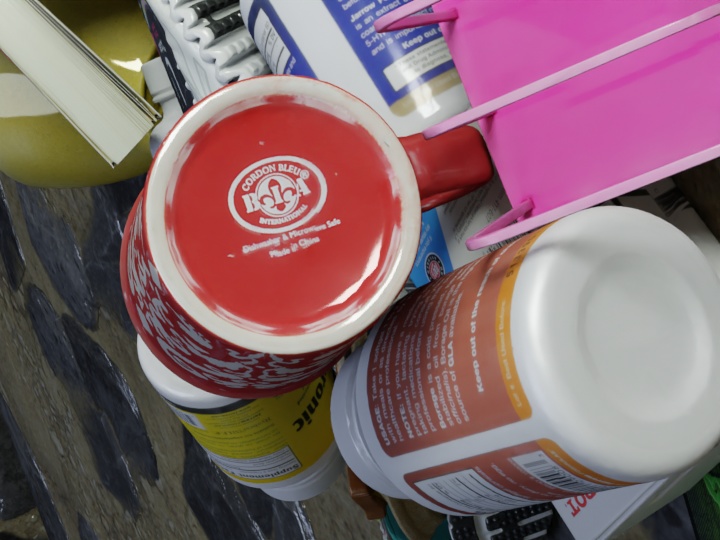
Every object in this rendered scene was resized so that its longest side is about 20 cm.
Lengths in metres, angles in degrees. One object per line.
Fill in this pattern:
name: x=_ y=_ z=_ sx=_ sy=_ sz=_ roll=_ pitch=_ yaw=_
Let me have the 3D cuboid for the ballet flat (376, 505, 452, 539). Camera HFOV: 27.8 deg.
ballet flat: x=0.076 y=0.218 z=1.049 sx=0.200 sy=0.075 sz=0.064 roll=35 pitch=150 yaw=54

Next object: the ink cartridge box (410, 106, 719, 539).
ink cartridge box: x=0.117 y=0.021 z=0.755 sx=0.201 sy=0.084 sz=0.146 roll=58 pitch=151 yaw=19

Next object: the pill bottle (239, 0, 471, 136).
pill bottle: x=0.001 y=-0.142 z=0.815 sx=0.201 sy=0.119 sz=0.120 roll=59 pitch=155 yaw=17

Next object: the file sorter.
file sorter: x=0.077 y=-0.126 z=0.587 sx=0.138 sy=0.125 sz=0.202 roll=-21 pitch=93 yaw=23

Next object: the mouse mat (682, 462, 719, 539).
mouse mat: x=0.231 y=0.174 z=0.757 sx=0.161 sy=0.007 sz=0.202 roll=6 pitch=116 yaw=64

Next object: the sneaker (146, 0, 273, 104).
sneaker: x=-0.074 y=-0.102 z=0.870 sx=0.081 sy=0.075 sz=0.201 roll=-41 pitch=84 yaw=35

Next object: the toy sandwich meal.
toy sandwich meal: x=0.008 y=0.096 z=0.985 sx=0.205 sy=0.069 sz=0.208 roll=-13 pitch=-90 yaw=-77

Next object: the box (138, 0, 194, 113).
box: x=-0.071 y=-0.132 z=0.965 sx=0.122 sy=0.105 sz=0.202 roll=-171 pitch=59 yaw=-80

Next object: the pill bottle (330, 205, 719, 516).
pill bottle: x=0.067 y=0.050 z=0.655 sx=0.200 sy=0.111 sz=0.113 roll=-27 pitch=87 yaw=59

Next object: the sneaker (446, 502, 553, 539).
sneaker: x=0.078 y=0.105 z=0.962 sx=0.080 sy=0.073 sz=0.202 roll=-115 pitch=12 yaw=-65

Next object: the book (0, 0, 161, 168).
book: x=-0.233 y=-0.157 z=1.023 sx=0.200 sy=0.048 sz=0.134 roll=45 pitch=173 yaw=-11

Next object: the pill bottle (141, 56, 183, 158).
pill bottle: x=-0.092 y=-0.071 z=1.087 sx=0.111 sy=0.111 sz=0.202 roll=-1 pitch=110 yaw=65

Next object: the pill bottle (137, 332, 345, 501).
pill bottle: x=-0.073 y=0.086 z=1.030 sx=0.111 sy=0.111 sz=0.201 roll=49 pitch=171 yaw=34

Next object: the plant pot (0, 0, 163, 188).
plant pot: x=-0.197 y=-0.156 z=1.174 sx=0.141 sy=0.200 sz=0.202 roll=12 pitch=126 yaw=32

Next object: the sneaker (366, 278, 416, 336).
sneaker: x=0.099 y=0.063 z=0.851 sx=0.200 sy=0.086 sz=0.078 roll=41 pitch=171 yaw=0

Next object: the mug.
mug: x=-0.030 y=-0.029 z=0.649 sx=0.133 sy=0.178 sz=0.200 roll=39 pitch=171 yaw=-2
